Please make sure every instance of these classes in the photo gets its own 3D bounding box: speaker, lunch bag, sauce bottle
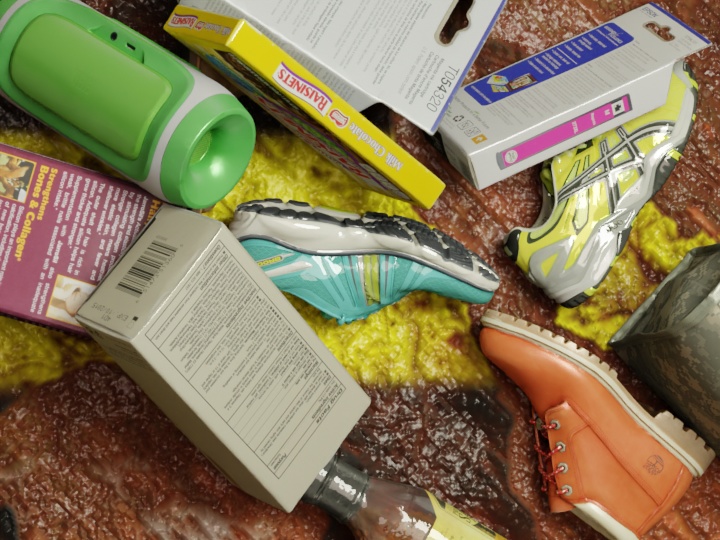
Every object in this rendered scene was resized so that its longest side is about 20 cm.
[{"bbox_3d":[-0.166,-0.119,1.403,0.199,0.089,0.089,32,80,28],"label":"speaker"},{"bbox_3d":[0.283,0.065,1.452,0.164,0.200,0.118,45,81,-3],"label":"lunch bag"},{"bbox_3d":[0.046,0.191,1.471,0.199,0.066,0.066,33,82,-8],"label":"sauce bottle"}]

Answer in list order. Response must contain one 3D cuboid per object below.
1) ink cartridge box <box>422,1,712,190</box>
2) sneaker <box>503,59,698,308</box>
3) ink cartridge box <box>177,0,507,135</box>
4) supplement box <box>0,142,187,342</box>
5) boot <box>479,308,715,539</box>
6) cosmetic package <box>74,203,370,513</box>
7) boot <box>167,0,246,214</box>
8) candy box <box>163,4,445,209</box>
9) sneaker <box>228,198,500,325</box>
[{"bbox_3d":[0.148,-0.128,1.494,0.199,0.095,0.037,-27,123,-9],"label":"ink cartridge box"},{"bbox_3d":[0.177,-0.075,1.507,0.076,0.075,0.201,32,80,-7],"label":"sneaker"},{"bbox_3d":[0.000,-0.209,1.468,0.199,0.043,0.197,34,58,-6],"label":"ink cartridge box"},{"bbox_3d":[-0.229,-0.022,1.427,0.198,0.086,0.111,17,85,-8],"label":"supplement box"},{"bbox_3d":[0.149,0.114,1.493,0.199,0.075,0.108,39,86,-6],"label":"boot"},{"bbox_3d":[-0.089,0.061,1.399,0.105,0.071,0.200,-51,130,-18],"label":"cosmetic package"},{"bbox_3d":[-0.097,-0.136,1.470,0.075,0.074,0.202,4,83,-19],"label":"boot"},{"bbox_3d":[-0.038,-0.111,1.420,0.200,0.102,0.027,37,84,-31],"label":"candy box"},{"bbox_3d":[0.000,0.000,1.484,0.198,0.078,0.081,9,104,-4],"label":"sneaker"}]
